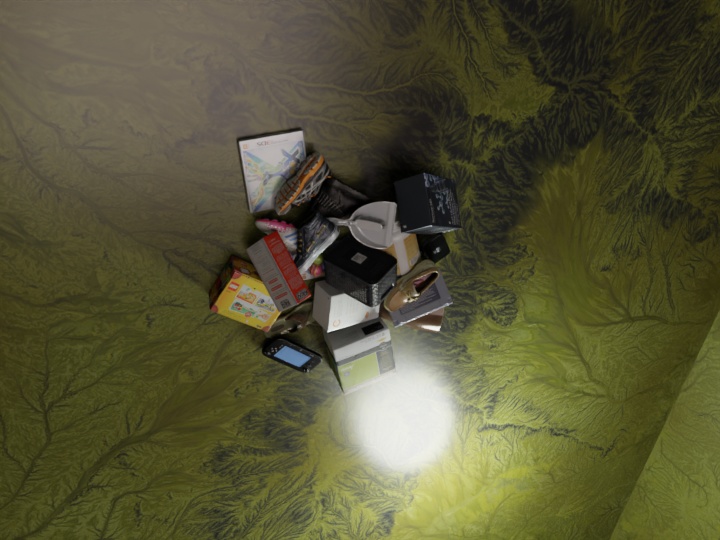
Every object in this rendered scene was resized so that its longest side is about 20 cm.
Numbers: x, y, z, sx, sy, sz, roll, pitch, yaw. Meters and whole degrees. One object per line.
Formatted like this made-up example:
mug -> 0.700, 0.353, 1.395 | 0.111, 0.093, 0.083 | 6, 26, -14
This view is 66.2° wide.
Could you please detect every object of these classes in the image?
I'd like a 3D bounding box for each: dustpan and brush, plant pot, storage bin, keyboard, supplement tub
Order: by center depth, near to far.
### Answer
dustpan and brush -> -0.004, -0.134, 1.559 | 0.195, 0.057, 0.143 | 10, 115, 7
storage bin -> 0.000, 0.000, 1.626 | 0.135, 0.197, 0.095 | -42, 147, -35
supplement tub -> 0.103, -0.084, 1.684 | 0.142, 0.145, 0.203 | -23, 124, -10
keyboard -> 0.227, -0.072, 1.772 | 0.103, 0.040, 0.200 | -34, 157, 5
plant pot -> 0.153, 0.103, 1.804 | 0.194, 0.188, 0.191 | 3, 117, -9

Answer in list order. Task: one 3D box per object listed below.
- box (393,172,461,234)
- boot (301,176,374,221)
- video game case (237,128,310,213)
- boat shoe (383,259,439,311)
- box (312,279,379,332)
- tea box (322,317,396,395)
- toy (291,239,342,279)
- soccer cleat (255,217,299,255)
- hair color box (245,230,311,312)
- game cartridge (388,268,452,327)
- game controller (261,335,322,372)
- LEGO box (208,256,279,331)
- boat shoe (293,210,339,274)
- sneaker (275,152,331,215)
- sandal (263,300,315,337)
box -> 0.200, -0.190, 1.614 | 0.198, 0.105, 0.153 | -3, 84, -54
boot -> -0.054, -0.165, 1.608 | 0.208, 0.079, 0.160 | 26, 98, -22
video game case -> -0.231, -0.270, 1.509 | 0.178, 0.022, 0.204 | -14, 121, -17
boat shoe -> 0.153, 0.052, 1.650 | 0.200, 0.067, 0.074 | -46, 125, 5
box -> -0.040, 0.093, 1.719 | 0.196, 0.097, 0.127 | -12, 122, -35
tea box -> -0.003, 0.268, 1.834 | 0.196, 0.134, 0.201 | -19, 122, -13
toy -> -0.140, -0.019, 1.670 | 0.195, 0.047, 0.118 | -8, 121, -20
soccer cleat -> -0.210, -0.093, 1.576 | 0.196, 0.069, 0.089 | 12, 88, -30
hair color box -> -0.229, 0.005, 1.535 | 0.061, 0.101, 0.203 | -31, 96, -44
game cartridge -> 0.172, 0.076, 1.713 | 0.196, 0.041, 0.136 | -22, 82, 1
game controller -> -0.219, 0.271, 1.781 | 0.198, 0.043, 0.103 | 31, 133, -34
LEGO box -> -0.320, 0.071, 1.608 | 0.198, 0.078, 0.150 | 27, 112, -32
boat shoe -> -0.154, -0.074, 1.544 | 0.091, 0.071, 0.200 | 40, 104, -21
sneaker -> -0.155, -0.224, 1.512 | 0.200, 0.078, 0.077 | -46, 133, 6
sandal -> -0.207, 0.165, 1.732 | 0.198, 0.057, 0.081 | -27, 124, -9
